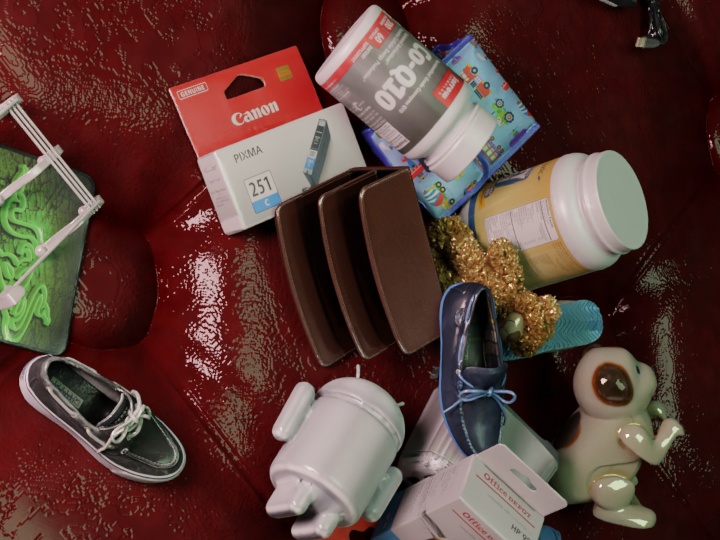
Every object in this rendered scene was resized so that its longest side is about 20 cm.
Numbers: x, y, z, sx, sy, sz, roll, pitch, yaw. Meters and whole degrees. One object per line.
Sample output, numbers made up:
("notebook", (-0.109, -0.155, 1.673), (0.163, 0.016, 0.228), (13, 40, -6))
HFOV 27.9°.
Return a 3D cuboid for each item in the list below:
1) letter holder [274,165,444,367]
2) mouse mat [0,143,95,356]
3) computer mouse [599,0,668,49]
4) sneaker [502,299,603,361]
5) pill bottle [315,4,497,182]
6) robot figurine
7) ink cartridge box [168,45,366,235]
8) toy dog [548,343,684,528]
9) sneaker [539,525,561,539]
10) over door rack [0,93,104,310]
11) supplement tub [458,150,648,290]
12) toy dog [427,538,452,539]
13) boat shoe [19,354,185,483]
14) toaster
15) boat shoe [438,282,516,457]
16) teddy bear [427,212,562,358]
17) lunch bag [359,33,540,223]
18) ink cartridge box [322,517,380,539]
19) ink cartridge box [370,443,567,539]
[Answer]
("letter holder", (0.000, 0.000, 1.637), (0.142, 0.100, 0.202), (-27, 110, -36))
("mouse mat", (-0.353, -0.026, 1.461), (0.160, 0.008, 0.202), (18, 70, -33))
("computer mouse", (0.367, -0.382, 2.063), (0.199, 0.046, 0.142), (1, 75, -49))
("sneaker", (0.199, 0.077, 1.815), (0.198, 0.081, 0.077), (-1, 81, -17))
("pill bottle", (0.056, -0.203, 1.687), (0.200, 0.114, 0.114), (39, 59, -9))
("robot figurine", (-0.024, 0.199, 1.590), (0.170, 0.113, 0.201), (47, 56, -20))
("ink cartridge box", (-0.101, -0.156, 1.657), (0.199, 0.045, 0.177), (-26, 97, -38))
("toy dog", (0.302, 0.190, 1.803), (0.192, 0.140, 0.202), (10, 109, 1))
("sneaker", (0.228, 0.412, 1.764), (0.078, 0.066, 0.202), (8, 75, -39))
("over door rack", (-0.352, -0.067, 1.414), (0.148, 0.066, 0.200), (52, 34, -16))
("supplement tub", (0.235, -0.059, 1.774), (0.144, 0.199, 0.146), (26, 56, -45))
("toy dog", (0.082, 0.384, 1.524), (0.138, 0.194, 0.202), (7, 75, -24))
("boat shoe", (-0.248, 0.148, 1.461), (0.199, 0.068, 0.074), (44, 58, -21))
("toaster", (0.131, 0.220, 1.705), (0.200, 0.113, 0.130), (45, 60, -19))
("boat shoe", (0.126, 0.114, 1.622), (0.084, 0.069, 0.202), (-11, 89, -30))
("teddy bear", (0.142, 0.024, 1.724), (0.201, 0.145, 0.067), (57, 18, 6))
("lunch bag", (0.098, -0.167, 1.796), (0.200, 0.094, 0.151), (-47, 106, -20))
("ink cartridge box", (0.016, 0.379, 1.622), (0.161, 0.050, 0.202), (17, 73, -34))
("ink cartridge box", (0.119, 0.281, 1.611), (0.116, 0.200, 0.067), (42, 44, -14))
